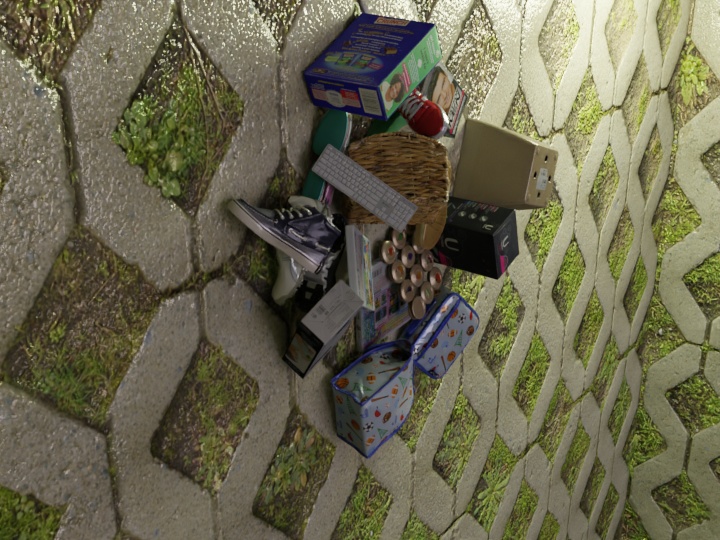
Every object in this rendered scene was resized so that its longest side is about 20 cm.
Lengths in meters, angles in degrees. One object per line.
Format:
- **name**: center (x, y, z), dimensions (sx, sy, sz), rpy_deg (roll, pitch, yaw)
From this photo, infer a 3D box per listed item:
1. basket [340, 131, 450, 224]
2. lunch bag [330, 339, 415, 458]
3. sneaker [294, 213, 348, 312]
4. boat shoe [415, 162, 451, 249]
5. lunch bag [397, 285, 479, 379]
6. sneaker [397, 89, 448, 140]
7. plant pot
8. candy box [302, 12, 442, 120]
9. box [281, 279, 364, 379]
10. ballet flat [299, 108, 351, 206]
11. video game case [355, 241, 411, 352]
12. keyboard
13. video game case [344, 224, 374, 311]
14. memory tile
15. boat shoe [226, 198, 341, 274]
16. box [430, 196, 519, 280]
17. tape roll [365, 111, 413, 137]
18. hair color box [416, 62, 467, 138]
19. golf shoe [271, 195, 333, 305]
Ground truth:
- **basket**: center (0.062, -0.175, 1.631), dimensions (0.149, 0.196, 0.146), rpy_deg (111, -22, -77)
- **lunch bag**: center (0.038, 0.258, 1.806), dimensions (0.199, 0.123, 0.172), rpy_deg (-35, 138, -31)
- **sneaker**: center (-0.071, -0.008, 1.607), dimensions (0.091, 0.065, 0.203), rpy_deg (75, 33, -73)
- **boat shoe**: center (0.145, -0.145, 1.851), dimensions (0.073, 0.068, 0.204), rpy_deg (23, 77, -49)
- **lunch bag**: center (0.176, 0.146, 1.970), dimensions (0.201, 0.075, 0.160), rpy_deg (-53, 133, -8)
- **sneaker**: center (0.083, -0.327, 1.613), dimensions (0.071, 0.201, 0.112), rpy_deg (-47, 141, 12)
- **plant pot**: center (0.354, -0.237, 2.027), dimensions (0.198, 0.175, 0.204), rpy_deg (1, 101, -54)
- **candy box**: center (0.024, -0.365, 1.516), dimensions (0.201, 0.167, 0.078), rpy_deg (-52, 143, -29)
- **box**: center (-0.071, 0.110, 1.557), dimensions (0.117, 0.060, 0.200), rpy_deg (-46, 174, -29)
- **ballet flat**: center (-0.058, -0.200, 1.561), dimensions (0.071, 0.068, 0.204), rpy_deg (1, 107, -67)
- **video game case**: center (0.054, 0.054, 1.847), dimensions (0.199, 0.023, 0.185), rpy_deg (-30, 126, -47)
- **keyboard**: center (0.008, -0.146, 1.531), dimensions (0.198, 0.011, 0.057), rpy_deg (34, 95, -10)
- **video game case**: center (0.000, 0.000, 1.642), dimensions (0.200, 0.018, 0.146), rpy_deg (34, 51, -78)
- **memory tile**: center (0.113, -0.010, 1.853), dimensions (0.154, 0.017, 0.202), rpy_deg (-52, 124, -39)
- **boat shoe**: center (-0.124, -0.084, 1.440), dimensions (0.199, 0.075, 0.093), rpy_deg (35, 93, -29)
- **box**: center (0.240, -0.077, 1.904), dimensions (0.106, 0.198, 0.124), rpy_deg (-44, 135, -36)
- **tape roll**: center (0.075, -0.225, 1.749), dimensions (0.199, 0.048, 0.204), rpy_deg (-27, 124, -48)
- **hair color box**: center (0.155, -0.359, 1.778), dimensions (0.199, 0.060, 0.101), rpy_deg (26, 81, -62)
- **golf shoe**: center (-0.130, -0.041, 1.523), dimensions (0.096, 0.078, 0.203), rpy_deg (21, 100, -20)
